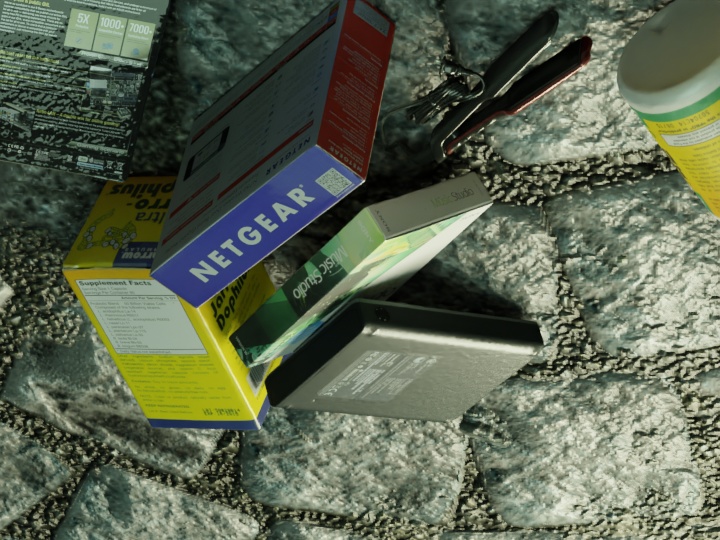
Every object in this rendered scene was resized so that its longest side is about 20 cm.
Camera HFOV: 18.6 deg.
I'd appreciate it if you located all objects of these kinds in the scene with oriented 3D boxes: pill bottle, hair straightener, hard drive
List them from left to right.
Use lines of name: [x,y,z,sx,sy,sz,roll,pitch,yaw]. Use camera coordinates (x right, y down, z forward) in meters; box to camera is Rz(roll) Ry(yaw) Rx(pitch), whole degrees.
hard drive: [0.039,0.080,1.852,0.200,0.033,0.140,9,143,-38]
hair straightener: [0.082,-0.142,1.684,0.077,0.041,0.200,37,134,-25]
pill bottle: [0.285,-0.102,1.628,0.113,0.113,0.200,-22,128,29]

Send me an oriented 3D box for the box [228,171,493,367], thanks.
box: [0.000,0.000,1.771,0.200,0.144,0.036,-45,74,40]

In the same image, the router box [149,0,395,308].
router box: [-0.067,-0.091,1.655,0.049,0.180,0.200,36,131,-23]

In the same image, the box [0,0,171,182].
box: [-0.255,-0.170,1.628,0.200,0.086,0.164,9,122,-13]

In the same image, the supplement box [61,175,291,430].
supplement box: [-0.146,0.028,1.830,0.109,0.110,0.200,0,136,25]
